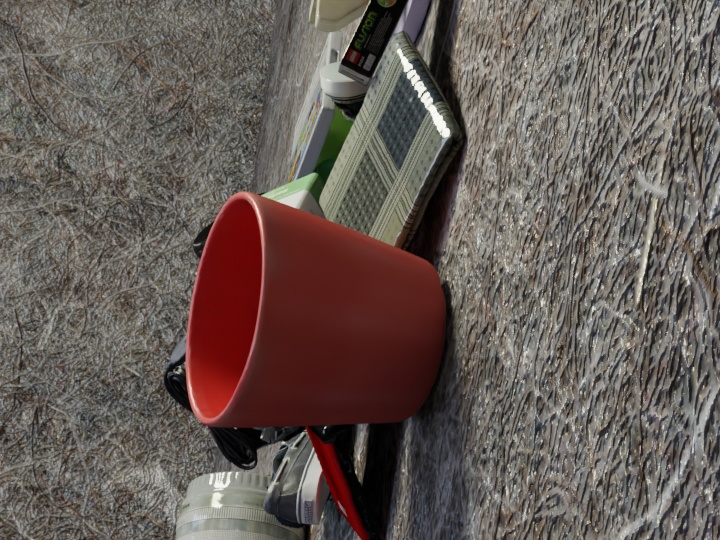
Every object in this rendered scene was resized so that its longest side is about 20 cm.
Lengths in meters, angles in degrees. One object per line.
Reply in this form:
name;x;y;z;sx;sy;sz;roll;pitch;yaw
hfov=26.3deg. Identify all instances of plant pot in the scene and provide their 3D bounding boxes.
plant pot;-0.035;0.046;1.297;0.200;0.176;0.202;-169;90;-68

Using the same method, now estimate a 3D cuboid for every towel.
towel;0.028;-0.092;1.430;0.201;0.034;0.193;-63;29;28

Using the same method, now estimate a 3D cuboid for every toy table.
toy table;0.015;-0.326;1.654;0.201;0.116;0.185;106;169;-45

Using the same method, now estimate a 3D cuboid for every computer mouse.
computer mouse;-0.099;0.092;1.479;0.200;0.140;0.046;-43;3;36

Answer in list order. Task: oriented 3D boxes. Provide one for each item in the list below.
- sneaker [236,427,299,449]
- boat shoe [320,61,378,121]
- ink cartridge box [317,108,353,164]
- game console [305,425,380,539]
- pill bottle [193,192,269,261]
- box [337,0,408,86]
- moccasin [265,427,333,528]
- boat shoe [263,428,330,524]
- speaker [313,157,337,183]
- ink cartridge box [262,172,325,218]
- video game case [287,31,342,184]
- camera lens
sneaker;-0.080;0.155;1.694;0.200;0.074;0.082;-42;16;48
boat shoe;0.006;-0.194;1.668;0.200;0.070;0.064;-40;-46;-69
ink cartridge box;-0.032;-0.137;1.892;0.200;0.075;0.149;135;143;-76
game console;0.013;0.150;1.486;0.200;0.118;0.174;-171;59;-82
pill bottle;-0.093;0.023;1.727;0.201;0.111;0.112;58;180;-13
box;0.036;-0.281;1.513;0.110;0.034;0.201;-133;68;-87
moccasin;-0.061;0.228;1.739;0.200;0.080;0.069;-69;5;-58
boat shoe;-0.061;0.205;1.646;0.200;0.067;0.072;-69;-18;-63
speaker;-0.039;-0.031;1.796;0.089;0.088;0.201;-91;14;-50
ink cartridge box;-0.067;0.015;1.564;0.146;0.083;0.200;61;-156;-20
video game case;-0.054;-0.173;1.780;0.201;0.018;0.144;-86;16;-56
camera lens;-0.150;0.364;1.868;0.160;0.158;0.202;114;163;-60
